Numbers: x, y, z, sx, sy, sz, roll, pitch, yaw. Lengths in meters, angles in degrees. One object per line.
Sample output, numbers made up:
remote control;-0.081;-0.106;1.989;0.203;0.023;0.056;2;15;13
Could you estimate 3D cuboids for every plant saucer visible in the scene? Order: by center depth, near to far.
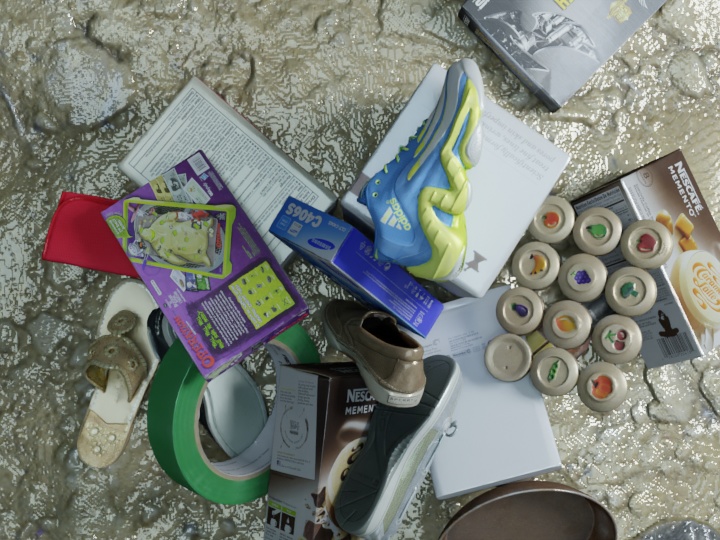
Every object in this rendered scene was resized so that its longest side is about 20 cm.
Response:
plant saucer;0.171;0.287;1.072;0.199;0.035;0.201;-4;129;-5

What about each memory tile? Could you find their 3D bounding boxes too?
memory tile;0.218;0.032;1.023;0.152;0.017;0.201;17;90;21

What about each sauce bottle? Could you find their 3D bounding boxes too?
sauce bottle;0.204;0.088;1.105;0.200;0.066;0.066;-38;90;-1

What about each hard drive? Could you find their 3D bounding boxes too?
hard drive;0.122;0.127;1.064;0.131;0.025;0.201;-16;65;9

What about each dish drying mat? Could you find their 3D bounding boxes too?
dish drying mat;-0.215;-0.029;1.010;0.199;0.018;0.077;11;73;5

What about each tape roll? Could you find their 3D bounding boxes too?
tape roll;-0.125;0.138;1.045;0.048;0.200;0.202;12;88;44

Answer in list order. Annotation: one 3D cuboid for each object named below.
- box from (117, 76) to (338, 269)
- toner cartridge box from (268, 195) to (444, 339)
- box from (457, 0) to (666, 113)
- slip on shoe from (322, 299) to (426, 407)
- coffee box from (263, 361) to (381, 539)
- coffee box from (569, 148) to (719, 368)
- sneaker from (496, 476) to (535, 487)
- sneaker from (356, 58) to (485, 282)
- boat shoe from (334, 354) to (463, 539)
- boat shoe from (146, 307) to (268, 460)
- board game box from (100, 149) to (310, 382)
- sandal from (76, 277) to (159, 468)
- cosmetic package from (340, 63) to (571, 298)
box;-0.137;-0.089;1.081;0.200;0.109;0.128;41;88;0
toner cartridge box;0.000;0.000;1.029;0.095;0.200;0.043;26;81;39
box;0.232;-0.302;1.120;0.200;0.048;0.158;-44;89;-1
slip on shoe;0.014;0.067;1.040;0.076;0.200;0.061;3;112;-18
coffee box;-0.029;0.201;1.060;0.080;0.113;0.201;9;95;44
coffee box;0.326;-0.013;1.080;0.114;0.080;0.201;-24;89;-35
sneaker;0.097;0.190;1.104;0.199;0.076;0.071;23;79;22
sneaker;0.052;-0.093;0.901;0.104;0.076;0.201;6;91;0
boat shoe;0.047;0.181;1.025;0.065;0.074;0.203;39;73;-40
boat shoe;-0.166;0.122;1.101;0.075;0.060;0.201;-33;107;-38
board game box;-0.151;-0.007;0.977;0.120;0.032;0.200;-32;74;-11
sandal;-0.266;0.114;1.095;0.077;0.070;0.213;13;89;-1
cosmetic package;0.089;-0.083;1.039;0.164;0.200;0.165;34;89;-1
